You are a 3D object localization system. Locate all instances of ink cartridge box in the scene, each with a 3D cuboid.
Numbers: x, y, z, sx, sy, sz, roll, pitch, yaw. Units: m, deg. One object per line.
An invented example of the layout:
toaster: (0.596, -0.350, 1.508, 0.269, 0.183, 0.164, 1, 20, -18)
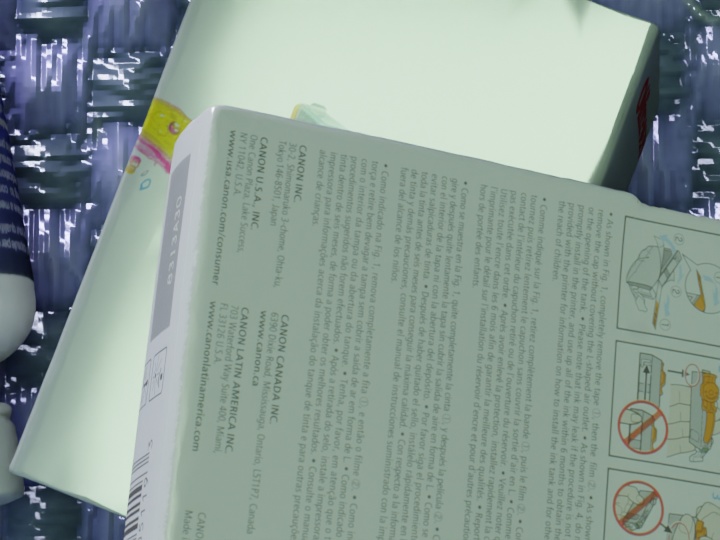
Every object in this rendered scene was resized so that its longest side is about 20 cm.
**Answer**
ink cartridge box: (0.000, 0.000, 0.786, 0.144, 0.145, 0.201, 21, 86, 9)
ink cartridge box: (0.037, 0.053, 0.674, 0.198, 0.050, 0.162, 12, 72, -18)

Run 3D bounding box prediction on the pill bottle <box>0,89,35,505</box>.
pill bottle: (-0.175, -0.014, 0.824, 0.119, 0.120, 0.202, -12, 82, 6)
